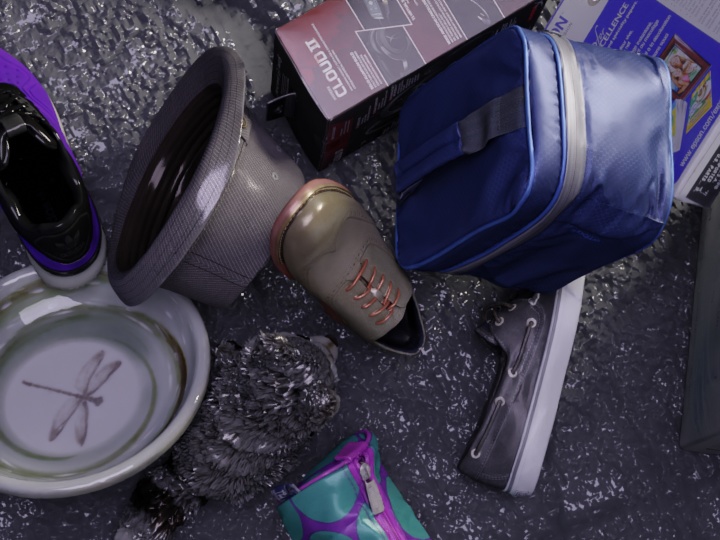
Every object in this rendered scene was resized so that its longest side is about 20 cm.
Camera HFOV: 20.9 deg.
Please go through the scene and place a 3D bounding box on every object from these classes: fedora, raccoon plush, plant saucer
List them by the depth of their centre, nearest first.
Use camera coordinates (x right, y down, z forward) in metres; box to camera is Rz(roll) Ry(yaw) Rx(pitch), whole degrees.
[{"bbox_3d":[-0.081,0.125,1.305,0.096,0.134,0.201,29,78,-8],"label":"raccoon plush"},{"bbox_3d":[-0.097,-0.049,1.327,0.090,0.201,0.177,28,113,-20],"label":"fedora"},{"bbox_3d":[-0.197,0.080,1.329,0.198,0.050,0.202,-3,49,3],"label":"plant saucer"}]

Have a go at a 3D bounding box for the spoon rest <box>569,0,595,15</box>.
[{"bbox_3d":[0.185,-0.148,1.414,0.099,0.061,0.201,-30,83,-8],"label":"spoon rest"}]

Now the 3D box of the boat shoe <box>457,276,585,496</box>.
[{"bbox_3d":[0.111,0.055,1.375,0.066,0.070,0.202,14,87,-3],"label":"boat shoe"}]

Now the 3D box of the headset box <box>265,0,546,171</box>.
[{"bbox_3d":[0.023,-0.154,1.359,0.199,0.149,0.078,-30,83,-8],"label":"headset box"}]

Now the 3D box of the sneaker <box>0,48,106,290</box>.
[{"bbox_3d":[-0.235,-0.091,1.344,0.069,0.100,0.201,-29,72,-8],"label":"sneaker"}]

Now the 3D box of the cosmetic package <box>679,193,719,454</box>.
[{"bbox_3d":[0.301,0.022,1.323,0.121,0.200,0.202,8,79,-3],"label":"cosmetic package"}]

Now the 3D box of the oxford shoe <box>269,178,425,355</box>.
[{"bbox_3d":[0.000,0.000,1.299,0.074,0.200,0.071,38,87,26],"label":"oxford shoe"}]

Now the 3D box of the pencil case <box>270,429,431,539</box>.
[{"bbox_3d":[0.024,0.213,1.325,0.085,0.092,0.201,-30,85,-33],"label":"pencil case"}]

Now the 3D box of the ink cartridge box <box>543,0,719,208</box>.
[{"bbox_3d":[0.220,-0.172,1.320,0.043,0.200,0.199,20,108,-40],"label":"ink cartridge box"}]

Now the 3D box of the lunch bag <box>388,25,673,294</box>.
[{"bbox_3d":[0.098,-0.070,1.282,0.131,0.200,0.137,11,68,-27],"label":"lunch bag"}]
